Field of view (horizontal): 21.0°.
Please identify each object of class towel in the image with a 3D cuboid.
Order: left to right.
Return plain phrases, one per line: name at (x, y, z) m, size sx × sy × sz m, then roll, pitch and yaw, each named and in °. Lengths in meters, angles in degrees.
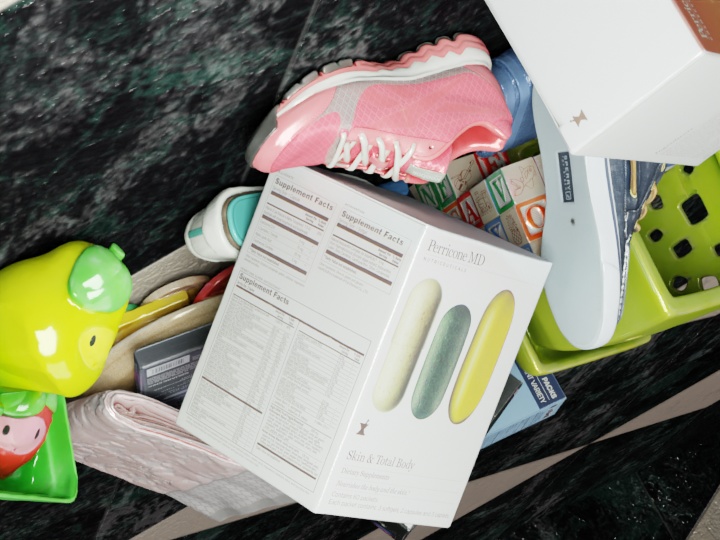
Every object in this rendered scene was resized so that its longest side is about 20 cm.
towel at (-0.153, 0.148, 1.541) m, size 0.190 × 0.033 × 0.200 m, roll 26°, pitch 158°, yaw -21°
towel at (0.167, -0.155, 1.427) m, size 0.198 × 0.049 × 0.112 m, roll -24°, pitch 163°, yaw -15°

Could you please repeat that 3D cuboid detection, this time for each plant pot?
plant pot at (0.202, -0.030, 1.609) m, size 0.199 × 0.201 × 0.181 m, roll -13°, pitch 164°, yaw -47°

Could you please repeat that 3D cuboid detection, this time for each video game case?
video game case at (-0.106, 0.076, 1.511) m, size 0.142 × 0.019 × 0.200 m, roll -20°, pitch 164°, yaw -13°

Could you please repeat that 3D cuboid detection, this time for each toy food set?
toy food set at (-0.128, 0.051, 1.523) m, size 0.198 × 0.049 × 0.198 m, roll -21°, pitch 163°, yaw -8°

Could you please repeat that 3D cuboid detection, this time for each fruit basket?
fruit basket at (-0.232, 0.072, 1.290) m, size 0.213 × 0.157 × 0.216 m, roll -11°, pitch 168°, yaw -2°

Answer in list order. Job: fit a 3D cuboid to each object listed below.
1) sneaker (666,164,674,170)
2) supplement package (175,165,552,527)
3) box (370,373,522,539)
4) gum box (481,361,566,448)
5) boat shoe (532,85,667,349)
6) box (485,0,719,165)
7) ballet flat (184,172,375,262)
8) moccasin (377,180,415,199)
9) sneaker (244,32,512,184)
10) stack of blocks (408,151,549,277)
sneaker at (0.262, -0.127, 1.521) m, size 0.076 × 0.076 × 0.200 m, roll -16°, pitch -161°, yaw 34°
supplement package at (0.003, 0.051, 1.339) m, size 0.151 × 0.150 × 0.202 m, roll 14°, pitch 99°, yaw -49°
box at (0.032, 0.121, 1.555) m, size 0.149 × 0.124 × 0.200 m, roll -51°, pitch 173°, yaw -8°
gum box at (0.058, 0.087, 1.741) m, size 0.198 × 0.171 × 0.045 m, roll -22°, pitch 162°, yaw -20°
boat shoe at (0.179, -0.050, 1.363) m, size 0.090 × 0.203 × 0.071 m, roll -10°, pitch -171°, yaw -33°
box at (0.181, -0.161, 1.245) m, size 0.106 × 0.153 × 0.199 m, roll -37°, pitch 162°, yaw 27°
ballet flat at (-0.049, -0.033, 1.418) m, size 0.199 × 0.070 × 0.069 m, roll -3°, pitch 150°, yaw -48°
moccasin at (0.000, 0.000, 1.564) m, size 0.080 × 0.069 × 0.200 m, roll -23°, pitch 165°, yaw -20°
sneaker at (0.020, -0.094, 1.290) m, size 0.199 × 0.087 × 0.074 m, roll -20°, pitch 161°, yaw -27°
stack of blocks at (0.101, -0.033, 1.487) m, size 0.058 × 0.116 × 0.200 m, roll -20°, pitch 174°, yaw -23°
